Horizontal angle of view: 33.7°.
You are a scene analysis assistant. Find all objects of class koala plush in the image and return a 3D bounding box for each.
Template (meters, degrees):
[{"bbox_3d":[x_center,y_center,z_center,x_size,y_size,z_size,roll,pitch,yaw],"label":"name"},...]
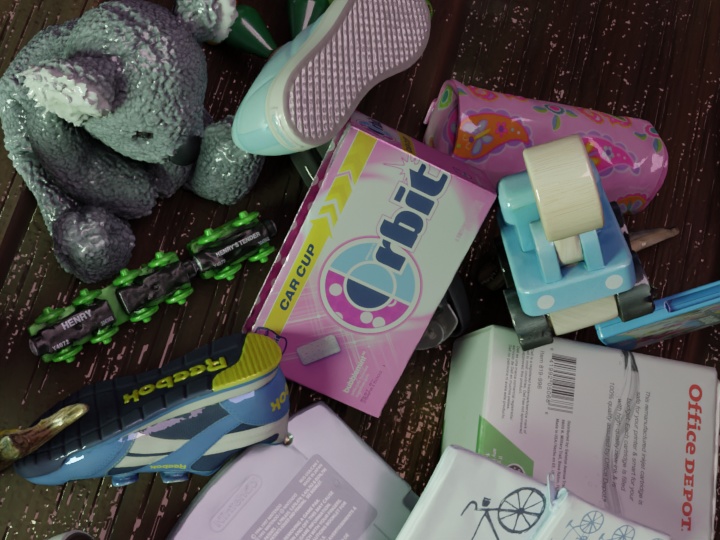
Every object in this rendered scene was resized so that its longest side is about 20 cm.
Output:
[{"bbox_3d":[-0.163,-0.121,0.814,0.177,0.200,0.184,-34,88,-22],"label":"koala plush"}]

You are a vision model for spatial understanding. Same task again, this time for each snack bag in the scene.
[{"bbox_3d":[0.100,0.232,0.849,0.199,0.021,0.189,27,99,-19],"label":"snack bag"}]

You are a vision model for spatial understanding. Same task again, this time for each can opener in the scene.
[{"bbox_3d":[0.019,-0.030,0.942,0.067,0.053,0.201,-26,84,-54],"label":"can opener"}]

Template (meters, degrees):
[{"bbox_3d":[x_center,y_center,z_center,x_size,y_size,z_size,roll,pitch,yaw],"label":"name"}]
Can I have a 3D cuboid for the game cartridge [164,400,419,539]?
[{"bbox_3d":[-0.061,0.198,0.856,0.133,0.040,0.200,46,67,-6],"label":"game cartridge"}]

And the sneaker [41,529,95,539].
[{"bbox_3d":[-0.180,0.269,0.793,0.201,0.084,0.073,67,24,-8],"label":"sneaker"}]

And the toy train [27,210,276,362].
[{"bbox_3d":[-0.151,0.010,0.863,0.199,0.056,0.042,-28,101,-23],"label":"toy train"}]

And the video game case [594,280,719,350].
[{"bbox_3d":[0.283,0.022,0.908,0.199,0.143,0.018,-19,77,14],"label":"video game case"}]

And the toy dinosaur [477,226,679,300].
[{"bbox_3d":[0.200,-0.002,0.976,0.199,0.048,0.088,-8,46,-20],"label":"toy dinosaur"}]

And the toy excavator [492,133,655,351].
[{"bbox_3d":[0.132,-0.035,0.800,0.099,0.195,0.201,-17,125,8],"label":"toy excavator"}]

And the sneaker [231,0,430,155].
[{"bbox_3d":[-0.025,-0.149,0.841,0.200,0.082,0.074,-47,118,-41],"label":"sneaker"}]

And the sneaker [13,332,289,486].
[{"bbox_3d":[-0.140,0.114,0.823,0.199,0.074,0.083,-18,123,0],"label":"sneaker"}]

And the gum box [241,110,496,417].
[{"bbox_3d":[0.000,0.000,0.862,0.113,0.066,0.201,24,106,-10],"label":"gum box"}]

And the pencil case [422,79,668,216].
[{"bbox_3d":[0.152,-0.099,0.979,0.199,0.087,0.088,8,74,-17],"label":"pencil case"}]

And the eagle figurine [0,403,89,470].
[{"bbox_3d":[-0.297,0.059,0.769,0.152,0.151,0.200,-42,102,-8],"label":"eagle figurine"}]

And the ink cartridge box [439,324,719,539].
[{"bbox_3d":[0.169,0.134,0.920,0.199,0.083,0.147,12,76,-15],"label":"ink cartridge box"}]

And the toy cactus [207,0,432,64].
[{"bbox_3d":[-0.049,-0.180,0.921,0.199,0.102,0.166,11,67,-6],"label":"toy cactus"}]
